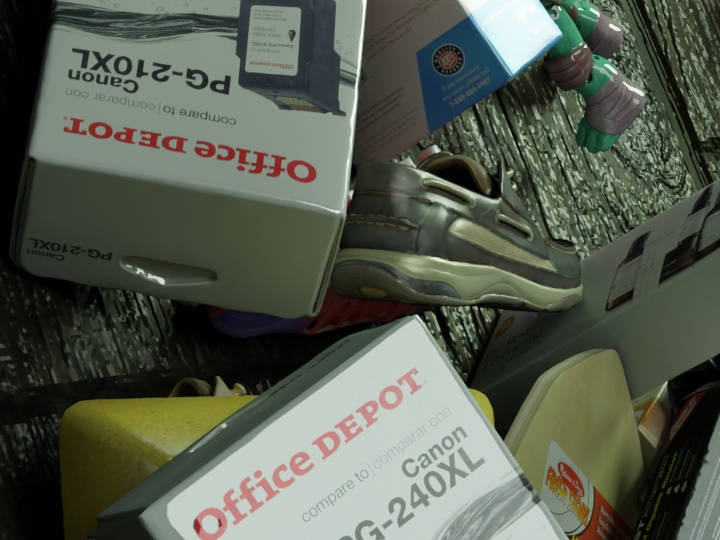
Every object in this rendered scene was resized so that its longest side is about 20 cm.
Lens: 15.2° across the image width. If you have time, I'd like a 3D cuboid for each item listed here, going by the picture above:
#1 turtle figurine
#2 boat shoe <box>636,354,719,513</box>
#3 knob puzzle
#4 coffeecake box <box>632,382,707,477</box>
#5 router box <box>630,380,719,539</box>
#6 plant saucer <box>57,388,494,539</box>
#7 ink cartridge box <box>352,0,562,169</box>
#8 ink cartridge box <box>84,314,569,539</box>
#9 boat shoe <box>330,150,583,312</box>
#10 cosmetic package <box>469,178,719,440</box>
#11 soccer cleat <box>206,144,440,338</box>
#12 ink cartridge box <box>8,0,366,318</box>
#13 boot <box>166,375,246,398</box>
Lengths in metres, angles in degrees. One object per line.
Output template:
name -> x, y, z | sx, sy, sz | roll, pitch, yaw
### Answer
turtle figurine -> 0.072, -0.155, 1.474 | 0.200, 0.100, 0.150 | 37, 43, -32
boat shoe -> 0.181, 0.062, 1.356 | 0.066, 0.070, 0.201 | 41, 50, -19
knob puzzle -> 0.093, 0.131, 1.284 | 0.219, 0.030, 0.221 | -2, 93, -63
coffeecake box -> 0.206, 0.099, 1.458 | 0.154, 0.073, 0.200 | 49, 40, -9
router box -> 0.192, 0.171, 1.252 | 0.149, 0.062, 0.201 | 25, 75, -10
plant saucer -> -0.019, 0.147, 1.126 | 0.199, 0.048, 0.201 | -1, 79, -22
ink cartridge box -> -0.004, -0.165, 1.380 | 0.200, 0.116, 0.068 | 55, 39, -4
ink cartridge box -> 0.009, 0.140, 1.066 | 0.145, 0.083, 0.200 | -35, 93, -23
boat shoe -> 0.055, -0.019, 1.286 | 0.200, 0.074, 0.074 | 3, 92, -64
cosmetic package -> 0.143, 0.016, 1.349 | 0.051, 0.200, 0.083 | 46, 40, -14
soccer cleat -> 0.000, 0.000, 1.321 | 0.200, 0.067, 0.077 | -33, 95, -53
ink cartridge box -> -0.075, -0.091, 1.243 | 0.144, 0.085, 0.201 | 10, 54, -7
boot -> -0.022, 0.097, 1.230 | 0.155, 0.073, 0.200 | 45, 44, -13
